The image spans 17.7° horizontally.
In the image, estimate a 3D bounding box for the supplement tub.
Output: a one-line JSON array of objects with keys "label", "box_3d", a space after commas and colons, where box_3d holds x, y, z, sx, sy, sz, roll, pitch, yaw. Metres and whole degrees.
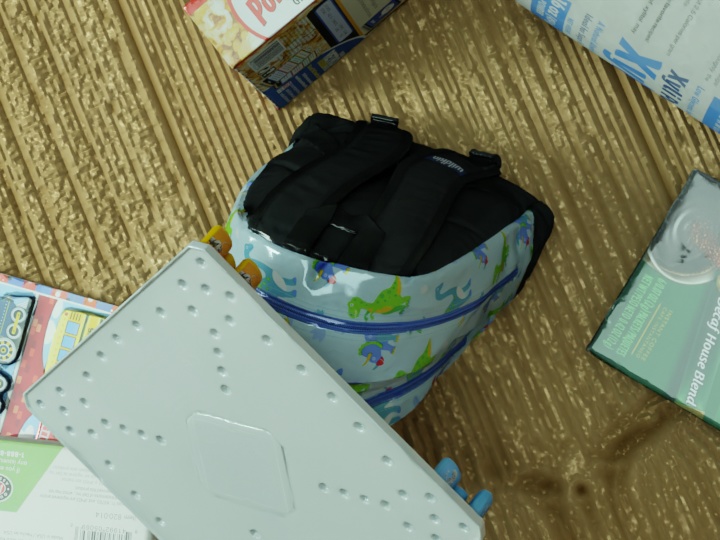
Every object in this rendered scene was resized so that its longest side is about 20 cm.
[{"label": "supplement tub", "box_3d": [0.192, -0.153, 1.246, 0.200, 0.132, 0.132, 34, 91, 9]}]

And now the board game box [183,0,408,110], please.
[{"label": "board game box", "box_3d": [0.006, -0.177, 1.262, 0.200, 0.151, 0.046, -40, 82, 2]}]

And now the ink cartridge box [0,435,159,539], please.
[{"label": "ink cartridge box", "box_3d": [-0.170, 0.196, 1.284, 0.117, 0.067, 0.201, 6, 87, 8]}]

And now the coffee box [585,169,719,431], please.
[{"label": "coffee box", "box_3d": [0.240, 0.044, 1.269, 0.200, 0.044, 0.123, 32, 89, 8]}]

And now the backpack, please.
[{"label": "backpack", "box_3d": [0.000, 0.000, 1.225, 0.163, 0.200, 0.154, 22, 99, 8]}]

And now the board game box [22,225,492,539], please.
[{"label": "board game box", "box_3d": [-0.055, 0.091, 1.172, 0.200, 0.200, 0.026, 45, 48, -6]}]

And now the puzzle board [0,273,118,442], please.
[{"label": "puzzle board", "box_3d": [-0.179, 0.113, 1.332, 0.150, 0.017, 0.201, 15, 88, 8]}]
